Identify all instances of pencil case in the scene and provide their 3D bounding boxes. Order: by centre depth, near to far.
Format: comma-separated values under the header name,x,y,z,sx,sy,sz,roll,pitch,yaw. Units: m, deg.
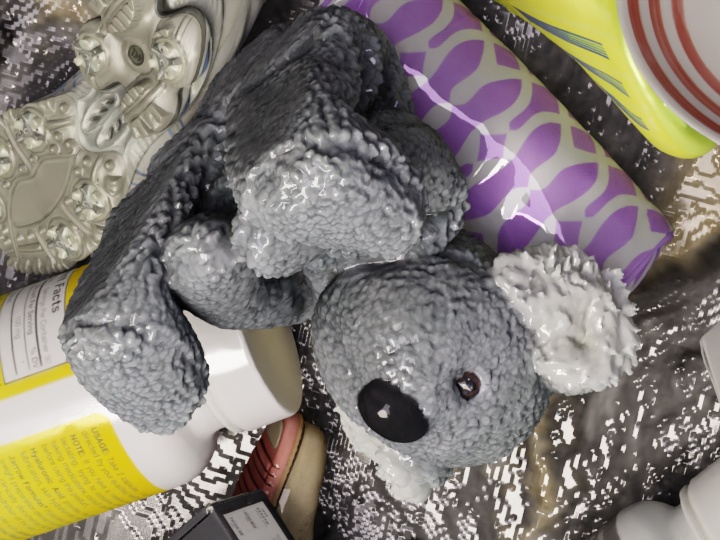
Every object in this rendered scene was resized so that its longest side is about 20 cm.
name,x,y,z,sx,sy,sz,roll,pitch,yaw
pencil case,0.051,-0.054,1.319,0.200,0.084,0.085,49,128,3

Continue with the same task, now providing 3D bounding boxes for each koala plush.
name,x,y,z,sx,sy,sz,roll,pitch,yaw
koala plush,0.009,0.006,1.243,0.200,0.184,0.177,41,122,-17

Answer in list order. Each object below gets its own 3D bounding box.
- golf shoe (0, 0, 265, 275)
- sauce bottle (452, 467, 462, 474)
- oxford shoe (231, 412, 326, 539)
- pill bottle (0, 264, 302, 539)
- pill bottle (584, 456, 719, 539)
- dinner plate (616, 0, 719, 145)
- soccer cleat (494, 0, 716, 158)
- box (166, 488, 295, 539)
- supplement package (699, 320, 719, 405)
name,x,y,z,sx,sy,sz,roll,pitch,yaw
golf shoe,-0.105,-0.071,1.350,0.078,0.097,0.200,52,132,6
sauce bottle,0.000,0.000,1.344,0.065,0.065,0.200,-38,88,14
oxford shoe,-0.034,0.162,1.382,0.075,0.070,0.201,10,105,-9
pill bottle,-0.133,0.059,1.355,0.199,0.111,0.112,-19,94,14
pill bottle,0.122,0.176,1.319,0.200,0.114,0.114,-41,89,15
dinner plate,0.209,-0.123,1.257,0.199,0.024,0.201,-6,59,11
soccer cleat,0.090,-0.130,1.316,0.084,0.065,0.200,-33,96,44
box,-0.052,0.224,1.317,0.161,0.049,0.200,-42,75,31
supplement package,0.260,0.022,1.252,0.121,0.120,0.200,42,105,-15
